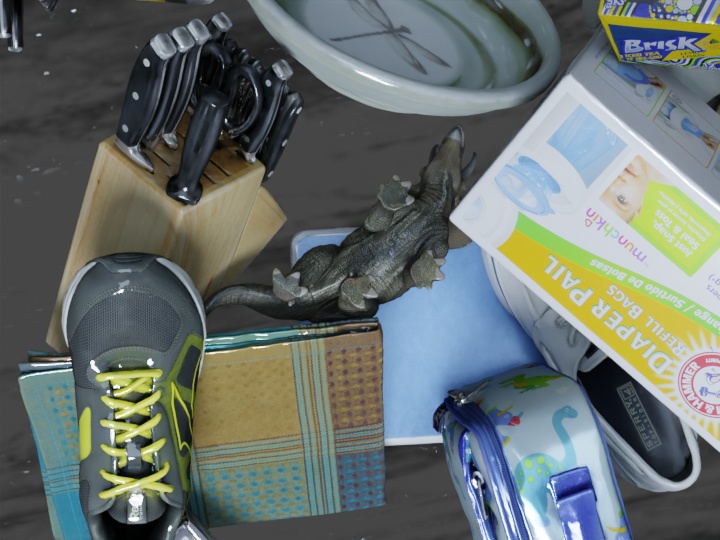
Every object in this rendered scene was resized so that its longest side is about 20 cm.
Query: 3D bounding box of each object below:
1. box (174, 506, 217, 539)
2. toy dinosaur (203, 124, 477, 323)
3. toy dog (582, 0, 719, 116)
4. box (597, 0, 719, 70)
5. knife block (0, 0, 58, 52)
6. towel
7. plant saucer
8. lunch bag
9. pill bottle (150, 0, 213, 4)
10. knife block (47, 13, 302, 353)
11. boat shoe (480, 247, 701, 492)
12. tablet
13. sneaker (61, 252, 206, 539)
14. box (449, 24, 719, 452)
[{"bbox_3d":[-0.121,0.260,0.943,0.200,0.049,0.162,-41,100,-4],"label":"box"},{"bbox_3d":[0.000,0.000,0.937,0.199,0.102,0.077,-38,82,-2],"label":"toy dinosaur"},{"bbox_3d":[0.185,-0.134,0.955,0.131,0.096,0.202,13,112,19],"label":"toy dog"},{"bbox_3d":[0.177,-0.208,0.847,0.069,0.064,0.202,8,77,20],"label":"box"},{"bbox_3d":[-0.243,-0.227,0.953,0.176,0.064,0.200,-44,92,-5],"label":"knife block"},{"bbox_3d":[-0.084,0.092,0.937,0.198,0.022,0.148,-7,130,-6],"label":"towel"},{"bbox_3d":[0.015,-0.140,0.933,0.199,0.201,0.050,23,125,-3],"label":"plant saucer"},{"bbox_3d":[0.109,0.155,0.912,0.082,0.161,0.202,-19,97,-4],"label":"lunch bag"},{"bbox_3d":[-0.170,-0.203,0.867,0.198,0.114,0.116,4,88,-2],"label":"pill bottle"},{"bbox_3d":[-0.111,-0.035,0.890,0.064,0.176,0.200,39,86,19],"label":"knife block"},{"bbox_3d":[0.140,0.038,0.958,0.073,0.065,0.201,-35,90,-4],"label":"boat shoe"},{"bbox_3d":[0.059,0.037,0.991,0.198,0.014,0.132,-3,88,-5],"label":"tablet"},{"bbox_3d":[-0.112,0.081,0.853,0.074,0.085,0.201,-5,130,-9],"label":"sneaker"},{"bbox_3d":[0.166,-0.018,0.892,0.200,0.101,0.113,40,122,1],"label":"box"}]
